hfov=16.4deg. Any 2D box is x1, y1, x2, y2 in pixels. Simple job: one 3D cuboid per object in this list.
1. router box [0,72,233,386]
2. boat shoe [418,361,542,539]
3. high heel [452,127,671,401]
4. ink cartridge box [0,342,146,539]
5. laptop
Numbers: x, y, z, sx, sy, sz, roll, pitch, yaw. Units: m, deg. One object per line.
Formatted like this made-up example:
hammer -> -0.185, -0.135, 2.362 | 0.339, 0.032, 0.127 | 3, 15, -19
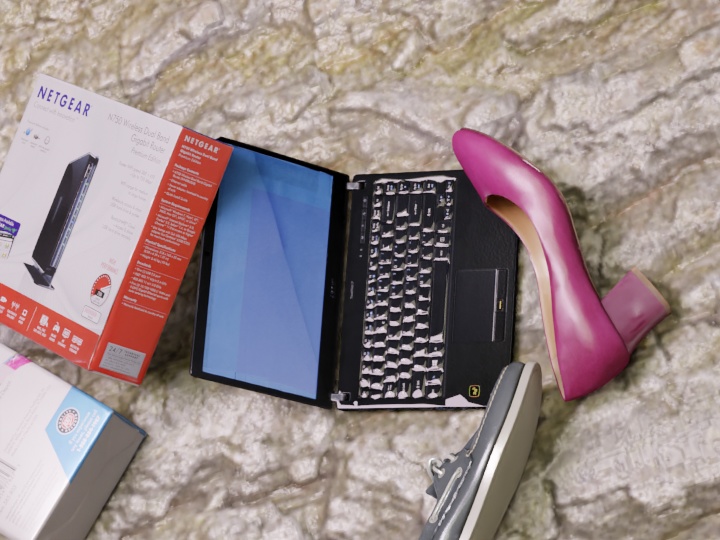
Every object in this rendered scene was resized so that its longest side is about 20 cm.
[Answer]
router box -> -0.193, -0.033, 1.771 | 0.200, 0.049, 0.180 | 22, 91, 50
boat shoe -> 0.065, 0.148, 1.666 | 0.062, 0.073, 0.200 | 19, 84, 20
high heel -> 0.111, -0.008, 1.696 | 0.096, 0.067, 0.200 | -42, 70, -9
ink cartridge box -> -0.269, 0.112, 1.797 | 0.200, 0.068, 0.115 | 29, 83, 25
laptop -> 0.000, 0.000, 1.721 | 0.200, 0.103, 0.177 | -2, 72, 19
